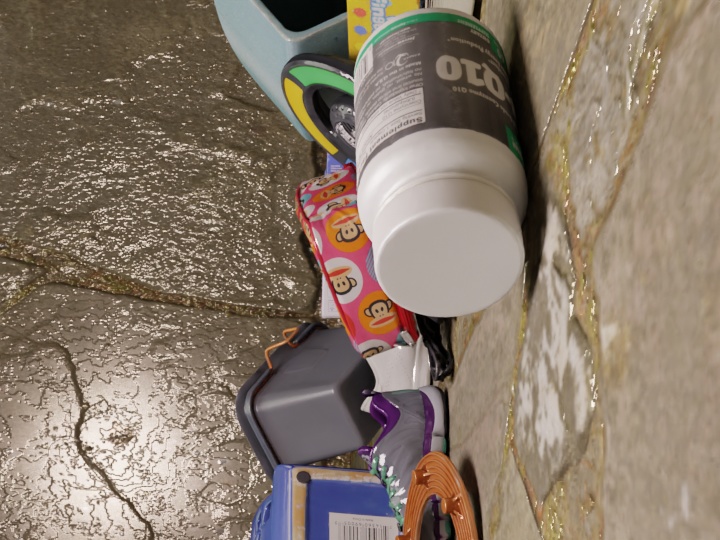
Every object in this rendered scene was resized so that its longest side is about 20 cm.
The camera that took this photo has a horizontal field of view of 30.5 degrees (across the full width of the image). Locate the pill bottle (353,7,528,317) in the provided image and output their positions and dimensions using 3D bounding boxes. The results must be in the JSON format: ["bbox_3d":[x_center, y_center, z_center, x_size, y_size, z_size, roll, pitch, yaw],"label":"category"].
[{"bbox_3d":[0.052,-0.074,0.880,0.114,0.111,0.202,94,175,-46],"label":"pill bottle"}]

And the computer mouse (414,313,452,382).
[{"bbox_3d":[0.068,-0.010,1.251,0.141,0.045,0.203,-104,4,-63],"label":"computer mouse"}]

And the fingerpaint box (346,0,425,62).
[{"bbox_3d":[0.036,-0.304,1.225,0.201,0.072,0.169,87,-166,-60],"label":"fingerpaint box"}]

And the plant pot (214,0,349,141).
[{"bbox_3d":[-0.042,-0.264,1.445,0.196,0.195,0.201,50,156,32],"label":"plant pot"}]

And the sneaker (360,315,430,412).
[{"bbox_3d":[0.034,0.060,1.432,0.075,0.087,0.204,145,126,-88],"label":"sneaker"}]

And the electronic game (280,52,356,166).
[{"bbox_3d":[0.004,-0.139,1.300,0.042,0.199,0.200,-52,-9,-18],"label":"electronic game"}]

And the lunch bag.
[{"bbox_3d":[0.000,0.000,1.301,0.200,0.081,0.178,-107,-3,-70],"label":"lunch bag"}]

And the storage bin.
[{"bbox_3d":[-0.031,0.131,1.521,0.200,0.133,0.147,-46,-66,-51],"label":"storage bin"}]

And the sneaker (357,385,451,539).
[{"bbox_3d":[0.040,0.208,1.258,0.075,0.086,0.203,96,174,-59],"label":"sneaker"}]

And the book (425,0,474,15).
[{"bbox_3d":[0.080,-0.264,1.139,0.135,0.047,0.202,-84,-3,-49],"label":"book"}]

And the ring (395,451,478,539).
[{"bbox_3d":[0.061,0.255,1.113,0.200,0.019,0.204,179,90,-75],"label":"ring"}]

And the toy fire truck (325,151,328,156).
[{"bbox_3d":[0.030,-0.164,1.613,0.201,0.111,0.169,95,151,-58],"label":"toy fire truck"}]

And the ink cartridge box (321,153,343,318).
[{"bbox_3d":[0.015,-0.046,1.525,0.042,0.117,0.203,-93,4,-74],"label":"ink cartridge box"}]

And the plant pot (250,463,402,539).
[{"bbox_3d":[-0.020,0.330,1.464,0.181,0.197,0.202,105,168,-48],"label":"plant pot"}]
